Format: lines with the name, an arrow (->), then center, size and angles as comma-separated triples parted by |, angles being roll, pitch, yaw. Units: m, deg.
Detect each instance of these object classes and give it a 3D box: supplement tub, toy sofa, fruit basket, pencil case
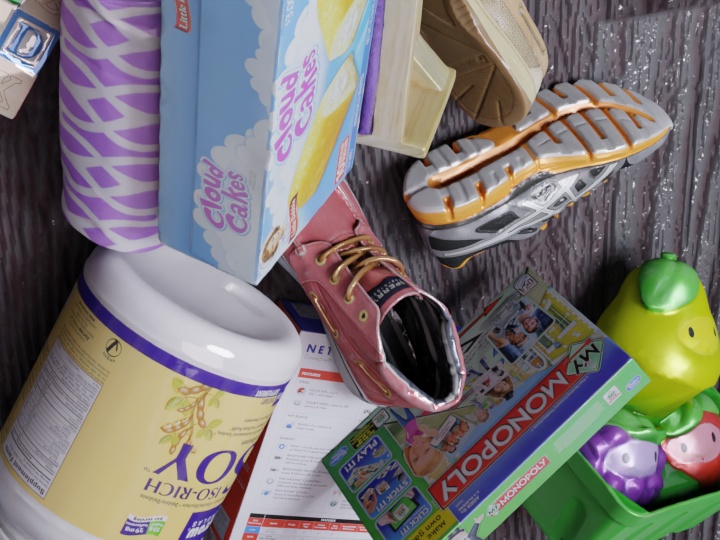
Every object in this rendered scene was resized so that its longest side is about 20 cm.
supplement tub -> -0.141, 0.096, 0.829 | 0.145, 0.145, 0.201 | 21, 106, -32
toy sofa -> 0.009, -0.167, 0.745 | 0.097, 0.083, 0.201 | 13, 137, 8
fruit basket -> 0.220, 0.101, 0.989 | 0.215, 0.156, 0.216 | -26, 146, -19
pencil case -> -0.122, -0.098, 0.735 | 0.085, 0.084, 0.201 | -45, 161, -37

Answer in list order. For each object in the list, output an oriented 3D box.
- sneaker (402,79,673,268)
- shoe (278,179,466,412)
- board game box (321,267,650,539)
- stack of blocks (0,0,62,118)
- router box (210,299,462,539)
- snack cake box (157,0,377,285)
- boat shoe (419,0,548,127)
sneaker -> 0.122, -0.067, 0.916 | 0.199, 0.078, 0.078 | -21, 136, -9
shoe -> 0.000, 0.000, 0.844 | 0.071, 0.091, 0.201 | -32, 105, -24
board game box -> 0.077, 0.101, 0.879 | 0.200, 0.135, 0.029 | -44, 125, 1
stack of blocks -> -0.246, -0.179, 0.689 | 0.199, 0.059, 0.116 | 25, 103, -33
router box -> 0.009, 0.123, 0.970 | 0.199, 0.049, 0.180 | 10, 111, -29
snack cake box -> -0.047, -0.104, 0.691 | 0.115, 0.067, 0.201 | -56, 164, -39
boat shoe -> 0.054, -0.184, 0.828 | 0.200, 0.071, 0.065 | 56, 51, -30
